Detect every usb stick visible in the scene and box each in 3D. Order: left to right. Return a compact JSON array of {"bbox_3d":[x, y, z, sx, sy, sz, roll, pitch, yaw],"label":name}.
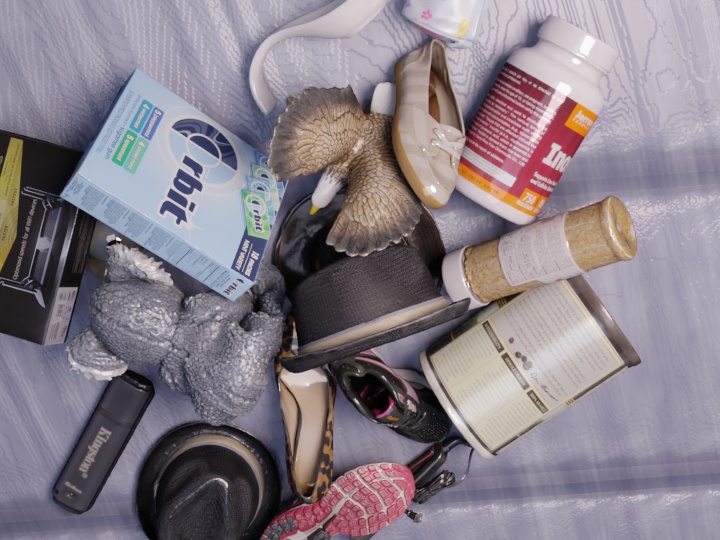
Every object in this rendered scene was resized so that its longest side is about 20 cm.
[{"bbox_3d":[-0.313,0.208,1.105,0.055,0.033,0.201,29,105,-9],"label":"usb stick"}]

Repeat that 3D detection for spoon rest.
[{"bbox_3d":[-0.046,-0.249,0.947,0.200,0.099,0.061,-40,106,21],"label":"spoon rest"}]

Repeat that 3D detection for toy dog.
[{"bbox_3d":[-0.314,-0.058,0.991,0.199,0.096,0.133,12,100,-5],"label":"toy dog"}]

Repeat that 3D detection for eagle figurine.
[{"bbox_3d":[-0.011,-0.111,0.926,0.151,0.200,0.152,3,106,-1],"label":"eagle figurine"}]

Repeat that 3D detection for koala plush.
[{"bbox_3d":[-0.197,0.061,0.966,0.199,0.184,0.178,25,107,-19],"label":"koala plush"}]

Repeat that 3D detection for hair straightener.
[{"bbox_3d":[0.068,0.274,1.110,0.200,0.077,0.041,-35,137,3],"label":"hair straightener"}]

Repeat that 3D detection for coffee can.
[{"bbox_3d":[0.186,0.096,1.017,0.200,0.146,0.147,-35,104,9],"label":"coffee can"}]

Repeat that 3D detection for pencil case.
[{"bbox_3d":[0.115,-0.330,0.923,0.090,0.083,0.201,28,106,14],"label":"pencil case"}]

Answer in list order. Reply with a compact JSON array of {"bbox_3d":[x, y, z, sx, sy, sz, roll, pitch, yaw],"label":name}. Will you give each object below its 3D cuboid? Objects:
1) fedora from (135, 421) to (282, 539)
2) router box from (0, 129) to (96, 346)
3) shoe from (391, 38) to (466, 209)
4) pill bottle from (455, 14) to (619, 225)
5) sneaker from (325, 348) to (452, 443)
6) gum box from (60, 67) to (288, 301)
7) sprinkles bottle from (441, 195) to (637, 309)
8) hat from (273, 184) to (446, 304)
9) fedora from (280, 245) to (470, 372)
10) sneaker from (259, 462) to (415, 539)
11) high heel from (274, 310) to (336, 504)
[{"bbox_3d":[-0.187,0.287,1.097,0.199,0.092,0.202,0,107,-1],"label":"fedora"},{"bbox_3d":[-0.361,-0.039,0.938,0.156,0.052,0.201,16,91,7],"label":"router box"},{"bbox_3d":[0.071,-0.154,0.924,0.070,0.201,0.053,25,138,-38],"label":"shoe"},{"bbox_3d":[0.182,-0.158,0.959,0.113,0.113,0.201,27,105,-8],"label":"pill bottle"},{"bbox_3d":[0.031,0.153,1.050,0.200,0.086,0.080,35,106,-27],"label":"sneaker"},{"bbox_3d":[-0.179,-0.089,0.932,0.200,0.170,0.045,34,134,-21],"label":"gum box"},{"bbox_3d":[0.183,-0.016,0.950,0.199,0.068,0.068,-20,108,35],"label":"sprinkles bottle"},{"bbox_3d":[0.000,0.000,1.021,0.199,0.081,0.202,0,107,0],"label":"hat"},{"bbox_3d":[0.005,0.031,0.915,0.200,0.201,0.092,-20,87,5],"label":"fedora"},{"bbox_3d":[-0.030,0.280,1.094,0.199,0.075,0.081,-25,97,5],"label":"sneaker"},{"bbox_3d":[-0.063,0.157,1.034,0.071,0.143,0.201,-7,106,2],"label":"high heel"}]
